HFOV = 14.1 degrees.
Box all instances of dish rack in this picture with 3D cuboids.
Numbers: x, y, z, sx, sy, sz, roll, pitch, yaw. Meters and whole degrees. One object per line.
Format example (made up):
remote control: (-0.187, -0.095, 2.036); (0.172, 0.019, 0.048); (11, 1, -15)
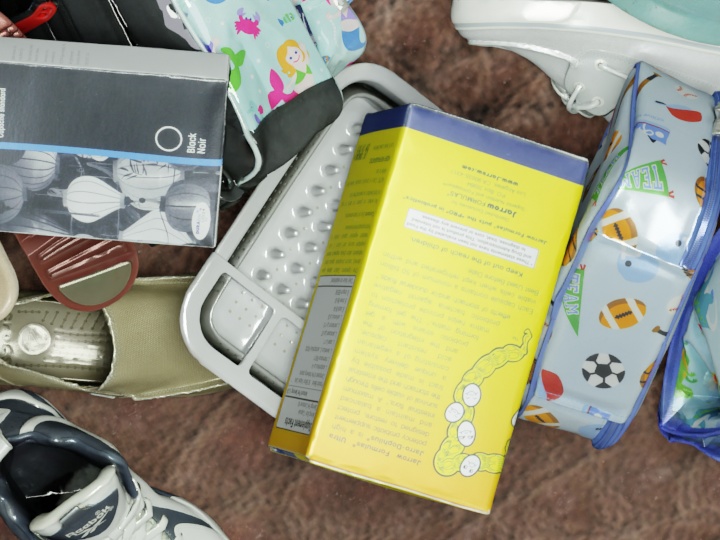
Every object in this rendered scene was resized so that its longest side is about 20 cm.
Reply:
dish rack: (0.000, 0.000, 1.666); (0.171, 0.044, 0.200); (37, 80, -19)

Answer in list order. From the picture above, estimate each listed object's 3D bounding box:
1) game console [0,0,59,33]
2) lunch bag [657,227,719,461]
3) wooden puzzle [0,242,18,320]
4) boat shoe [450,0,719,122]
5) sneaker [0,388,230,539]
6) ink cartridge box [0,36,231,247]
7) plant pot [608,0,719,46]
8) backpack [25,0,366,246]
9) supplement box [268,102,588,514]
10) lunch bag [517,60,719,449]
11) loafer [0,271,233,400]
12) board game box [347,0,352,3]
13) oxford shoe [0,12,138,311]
game console: (-0.222, -0.218, 1.585); (0.031, 0.177, 0.201); (-11, 87, -34)
lunch bag: (0.272, 0.045, 1.639); (0.169, 0.200, 0.128); (-2, 66, -14)
wooden puzzle: (-0.295, -0.059, 1.603); (0.185, 0.046, 0.200); (-2, 127, 23)
boat shoe: (0.148, -0.120, 1.686); (0.199, 0.072, 0.069); (7, 95, -14)
sneaker: (-0.142, 0.148, 1.649); (0.079, 0.130, 0.199); (-44, 97, 1)
ink cartridge box: (-0.169, -0.069, 1.501); (0.199, 0.039, 0.100); (4, 117, -2)
plant pot: (0.199, -0.211, 1.631); (0.200, 0.200, 0.134); (20, 120, -6)
backpack: (-0.108, -0.141, 1.599); (0.151, 0.177, 0.200); (-43, 101, -33)
supplement box: (0.036, 0.021, 1.593); (0.109, 0.109, 0.201); (17, 86, -13)
lunch bag: (0.149, -0.013, 1.627); (0.075, 0.160, 0.200); (21, 124, -3)
loafer: (-0.133, 0.042, 1.670); (0.199, 0.067, 0.076); (-5, 95, -6)
board game box: (-0.008, -0.256, 1.672); (0.200, 0.037, 0.151); (-43, 97, 1)
oxford shoe: (-0.187, -0.068, 1.576); (0.070, 0.075, 0.200); (-26, 126, -7)
